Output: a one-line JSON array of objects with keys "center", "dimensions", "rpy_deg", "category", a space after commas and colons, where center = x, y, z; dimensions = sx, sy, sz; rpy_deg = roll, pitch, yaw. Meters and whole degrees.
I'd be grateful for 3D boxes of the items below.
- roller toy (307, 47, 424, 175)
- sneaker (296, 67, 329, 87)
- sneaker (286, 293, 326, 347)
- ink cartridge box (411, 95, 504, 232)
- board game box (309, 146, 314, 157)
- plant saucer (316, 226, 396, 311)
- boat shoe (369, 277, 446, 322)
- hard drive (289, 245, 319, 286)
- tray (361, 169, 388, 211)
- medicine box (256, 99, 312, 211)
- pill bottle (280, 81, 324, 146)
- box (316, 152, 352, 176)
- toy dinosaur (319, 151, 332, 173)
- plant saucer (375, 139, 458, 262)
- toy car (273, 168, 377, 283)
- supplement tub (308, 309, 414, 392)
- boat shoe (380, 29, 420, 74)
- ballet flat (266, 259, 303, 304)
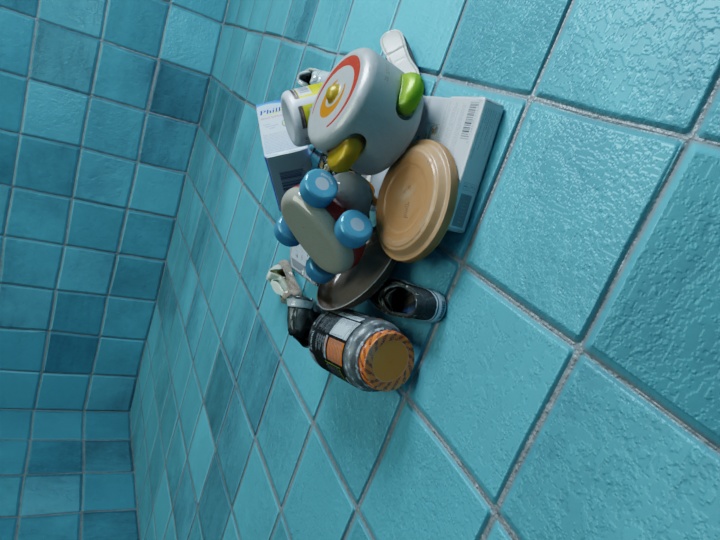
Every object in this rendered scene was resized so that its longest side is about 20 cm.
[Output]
[{"center": [0.000, -0.266, 0.919], "dimensions": [0.200, 0.139, 0.183], "rpy_deg": [-57, 32, 15], "category": "roller toy"}, {"center": [-0.111, -0.460, 1.332], "dimensions": [0.200, 0.099, 0.078], "rpy_deg": [-155, 78, -68], "category": "sneaker"}, {"center": [-0.097, 0.109, 1.075], "dimensions": [0.066, 0.200, 0.091], "rpy_deg": [4, 77, 18], "category": "sneaker"}, {"center": [0.133, -0.180, 0.889], "dimensions": [0.176, 0.045, 0.201], "rpy_deg": [35, 111, 58], "category": "ink cartridge box"}, {"center": [-0.056, -0.332, 1.236], "dimensions": [0.158, 0.039, 0.200], "rpy_deg": [-61, 9, 22], "category": "board game box"}, {"center": [0.000, 0.000, 1.008], "dimensions": [0.200, 0.032, 0.201], "rpy_deg": [-35, 27, 21], "category": "plant saucer"}, {"center": [0.065, 0.046, 0.927], "dimensions": [0.200, 0.056, 0.069], "rpy_deg": [7, 87, 60], "category": "boat shoe"}, {"center": [-0.107, -0.054, 1.184], "dimensions": [0.200, 0.038, 0.140], "rpy_deg": [-151, 66, -62], "category": "hard drive"}, {"center": [0.053, -0.163, 1.046], "dimensions": [0.200, 0.022, 0.108], "rpy_deg": [24, 101, 60], "category": "tray"}, {"center": [-0.175, -0.280, 1.318], "dimensions": [0.183, 0.102, 0.201], "rpy_deg": [83, 173, -53], "category": "medicine box"}, {"center": [-0.050, -0.321, 1.083], "dimensions": [0.109, 0.199, 0.110], "rpy_deg": [163, 90, -77], "category": "pill bottle"}, {"center": [-0.069, -0.150, 1.207], "dimensions": [0.161, 0.044, 0.201], "rpy_deg": [-112, 35, -44], "category": "box"}, {"center": [-0.032, -0.248, 1.047], "dimensions": [0.200, 0.088, 0.047], "rpy_deg": [-43, 36, -11], "category": "toy dinosaur"}, {"center": [0.081, -0.114, 0.883], "dimensions": [0.200, 0.032, 0.201], "rpy_deg": [-25, 61, 55], "category": "plant saucer"}, {"center": [-0.027, -0.108, 1.001], "dimensions": [0.177, 0.200, 0.184], "rpy_deg": [49, 145, 3], "category": "toy car"}, {"center": [-0.001, 0.137, 0.949], "dimensions": [0.200, 0.122, 0.123], "rpy_deg": [11, 91, 60], "category": "supplement tub"}, {"center": [0.083, -0.368, 1.036], "dimensions": [0.067, 0.057, 0.201], "rpy_deg": [-18, 65, 18], "category": "boat shoe"}, {"center": [-0.200, 0.024, 1.385], "dimensions": [0.200, 0.067, 0.068], "rpy_deg": [49, 123, 54], "category": "ballet flat"}]
